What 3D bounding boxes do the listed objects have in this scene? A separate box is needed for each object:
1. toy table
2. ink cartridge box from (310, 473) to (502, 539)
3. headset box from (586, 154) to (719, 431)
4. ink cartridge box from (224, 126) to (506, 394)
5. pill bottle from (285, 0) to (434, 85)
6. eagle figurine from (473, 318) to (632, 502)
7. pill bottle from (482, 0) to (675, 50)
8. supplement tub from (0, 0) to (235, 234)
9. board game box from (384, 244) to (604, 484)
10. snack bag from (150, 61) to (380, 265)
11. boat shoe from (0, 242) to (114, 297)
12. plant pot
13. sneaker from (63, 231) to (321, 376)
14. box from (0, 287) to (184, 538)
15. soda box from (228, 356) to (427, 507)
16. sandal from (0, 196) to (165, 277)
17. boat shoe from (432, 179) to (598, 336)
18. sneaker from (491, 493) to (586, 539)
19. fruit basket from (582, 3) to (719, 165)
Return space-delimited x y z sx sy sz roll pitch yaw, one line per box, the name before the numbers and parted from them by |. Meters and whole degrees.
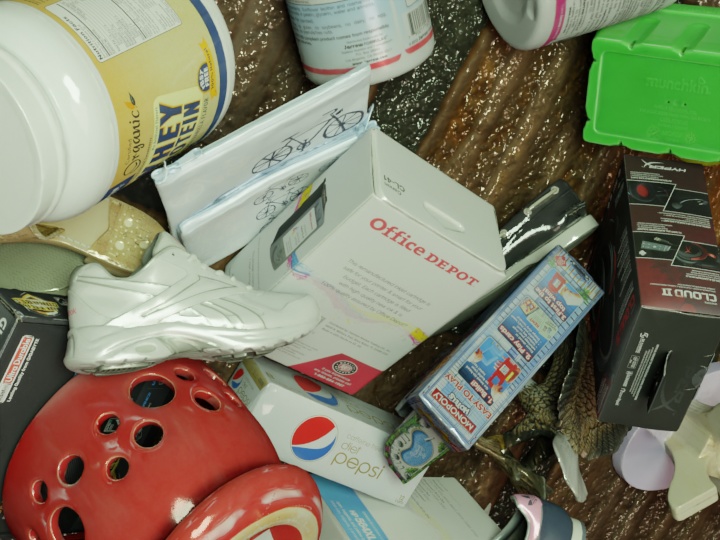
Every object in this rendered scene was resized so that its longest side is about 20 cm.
toy table | 0.385 0.188 1.223 0.199 0.117 0.185 -35 121 -7
ink cartridge box | 0.043 0.284 1.096 0.198 0.125 0.130 6 108 -26
headset box | 0.247 0.026 0.962 0.074 0.201 0.150 7 137 0
ink cartridge box | 0.000 0.000 0.934 0.147 0.086 0.200 29 127 -30
pill bottle | -0.014 -0.250 0.860 0.108 0.109 0.202 -23 118 -15
eagle figurine | 0.196 0.116 1.094 0.151 0.152 0.200 41 83 7
pill bottle | 0.207 -0.266 0.955 0.198 0.113 0.115 -20 118 -17
supplement tub | -0.192 -0.120 0.763 0.200 0.143 0.146 -43 132 -49
board game box | 0.092 0.096 0.978 0.062 0.200 0.200 46 45 3
snack bag | -0.066 -0.075 0.884 0.187 0.200 0.022 -29 75 -12
boat shoe | -0.269 0.019 0.889 0.199 0.072 0.068 -29 157 -19
plant pot | -0.145 0.186 0.869 0.199 0.182 0.202 -32 142 -29
sneaker | -0.121 0.019 0.837 0.198 0.078 0.101 -3 81 -29
box | -0.240 0.117 0.892 0.198 0.050 0.201 13 109 -56
soda box | -0.031 0.147 1.039 0.199 0.068 0.064 27 99 -31
sandal | -0.233 -0.055 0.836 0.210 0.070 0.079 20 62 -22
boat shoe | 0.123 -0.009 1.052 0.199 0.074 0.061 -35 78 10
sneaker | 0.117 0.291 1.032 0.082 0.070 0.201 34 90 -15
fruit basket | 0.310 -0.160 1.025 0.213 0.216 0.157 -8 114 -22
